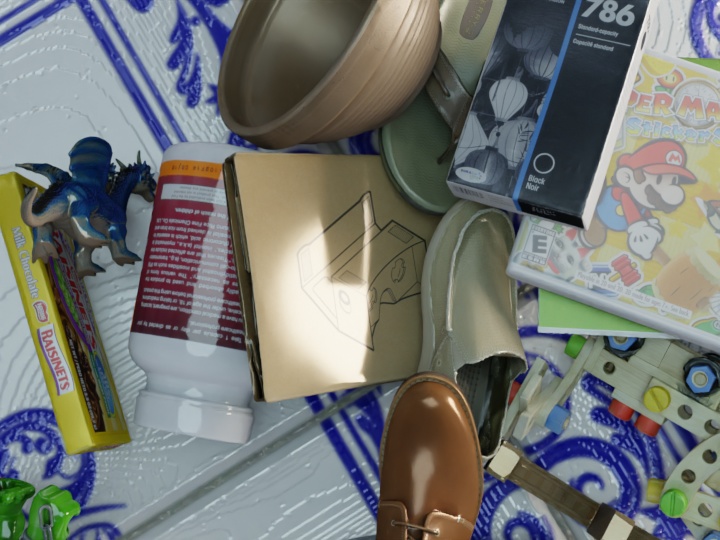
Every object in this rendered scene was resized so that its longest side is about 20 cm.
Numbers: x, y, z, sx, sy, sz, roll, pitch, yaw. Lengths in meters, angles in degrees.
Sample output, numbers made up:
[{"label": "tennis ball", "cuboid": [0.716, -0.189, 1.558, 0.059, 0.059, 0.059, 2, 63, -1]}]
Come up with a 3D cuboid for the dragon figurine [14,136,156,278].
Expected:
[{"label": "dragon figurine", "cuboid": [-0.201, -0.056, 0.835, 0.058, 0.200, 0.101, -17, 75, 14]}]

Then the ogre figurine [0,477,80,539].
[{"label": "ogre figurine", "cuboid": [-0.277, 0.212, 0.853, 0.198, 0.098, 0.121, -6, 93, 10]}]

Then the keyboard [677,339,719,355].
[{"label": "keyboard", "cuboid": [0.286, 0.000, 0.896, 0.056, 0.011, 0.202, 20, 85, 5]}]

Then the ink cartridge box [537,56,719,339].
[{"label": "ink cartridge box", "cuboid": [0.196, -0.049, 0.871, 0.146, 0.076, 0.203, 3, 82, 3]}]

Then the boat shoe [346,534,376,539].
[{"label": "boat shoe", "cuboid": [0.057, 0.231, 0.850, 0.197, 0.074, 0.069, -2, 99, 8]}]

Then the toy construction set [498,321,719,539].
[{"label": "toy construction set", "cuboid": [0.200, 0.109, 0.853, 0.198, 0.092, 0.132, 26, 102, 7]}]

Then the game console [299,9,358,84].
[{"label": "game console", "cuboid": [0.059, -0.211, 0.926, 0.175, 0.031, 0.202, 17, 84, 8]}]

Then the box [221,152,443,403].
[{"label": "box", "cuboid": [0.000, 0.000, 0.843, 0.198, 0.021, 0.165, -4, 82, -39]}]

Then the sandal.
[{"label": "sandal", "cuboid": [0.069, -0.140, 0.861, 0.079, 0.057, 0.203, 19, 83, -17]}]

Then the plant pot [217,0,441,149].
[{"label": "plant pot", "cuboid": [-0.007, -0.166, 0.844, 0.092, 0.200, 0.203, 27, 84, -32]}]

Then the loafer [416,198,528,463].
[{"label": "loafer", "cuboid": [0.083, 0.047, 0.836, 0.075, 0.068, 0.202, 13, 82, -41]}]

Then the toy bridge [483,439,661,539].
[{"label": "toy bridge", "cuboid": [0.178, 0.182, 0.851, 0.199, 0.067, 0.027, 30, 86, 4]}]

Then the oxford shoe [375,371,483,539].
[{"label": "oxford shoe", "cuboid": [0.041, 0.168, 0.772, 0.070, 0.071, 0.203, 4, 96, 10]}]

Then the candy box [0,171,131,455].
[{"label": "candy box", "cuboid": [-0.217, 0.033, 0.871, 0.026, 0.102, 0.202, -18, 83, 0]}]

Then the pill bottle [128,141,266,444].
[{"label": "pill bottle", "cuboid": [-0.105, 0.017, 0.861, 0.112, 0.113, 0.202, 9, 83, 4]}]

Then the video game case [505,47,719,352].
[{"label": "video game case", "cuboid": [0.221, -0.050, 0.820, 0.198, 0.023, 0.184, 20, 82, 6]}]

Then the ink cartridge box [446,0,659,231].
[{"label": "ink cartridge box", "cuboid": [0.135, -0.136, 0.811, 0.098, 0.039, 0.202, 15, 80, 20]}]
